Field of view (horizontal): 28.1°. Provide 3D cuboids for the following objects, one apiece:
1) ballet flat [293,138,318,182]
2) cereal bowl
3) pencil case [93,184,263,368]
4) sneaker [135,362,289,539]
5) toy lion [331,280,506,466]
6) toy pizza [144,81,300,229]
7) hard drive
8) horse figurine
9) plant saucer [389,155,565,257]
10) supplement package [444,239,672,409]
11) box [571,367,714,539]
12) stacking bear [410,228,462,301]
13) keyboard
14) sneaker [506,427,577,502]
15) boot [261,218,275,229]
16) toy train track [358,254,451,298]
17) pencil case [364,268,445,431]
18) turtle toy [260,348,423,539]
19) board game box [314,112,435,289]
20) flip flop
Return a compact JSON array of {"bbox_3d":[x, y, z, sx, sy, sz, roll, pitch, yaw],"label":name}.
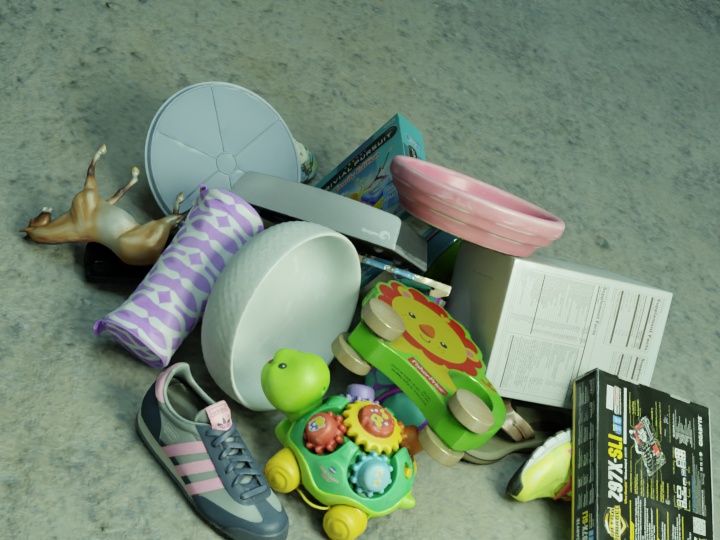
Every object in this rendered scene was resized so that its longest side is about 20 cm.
[{"bbox_3d":[-0.114,-0.139,1.798,0.074,0.074,0.200,40,35,21],"label":"ballet flat"},{"bbox_3d":[-0.092,0.038,1.463,0.083,0.201,0.200,26,29,31],"label":"cereal bowl"},{"bbox_3d":[-0.180,0.003,1.468,0.085,0.084,0.200,31,66,7],"label":"pencil case"},{"bbox_3d":[-0.134,0.171,1.343,0.200,0.082,0.070,42,36,22],"label":"sneaker"},{"bbox_3d":[0.072,0.091,1.454,0.200,0.069,0.191,46,22,16],"label":"toy lion"},{"bbox_3d":[-0.163,-0.123,1.694,0.199,0.032,0.201,7,77,-29],"label":"toy pizza"},{"bbox_3d":[-0.031,-0.054,1.541,0.199,0.043,0.135,18,-5,21],"label":"hard drive"},{"bbox_3d":[-0.247,-0.054,1.539,0.199,0.050,0.133,25,59,11],"label":"horse figurine"},{"bbox_3d":[0.120,-0.066,1.554,0.200,0.051,0.201,22,9,-4],"label":"plant saucer"},{"bbox_3d":[0.211,0.066,1.612,0.199,0.151,0.152,12,5,-20],"label":"supplement package"},{"bbox_3d":[0.296,0.219,1.507,0.159,0.049,0.201,18,59,-24],"label":"box"},{"bbox_3d":[0.134,0.000,1.738,0.200,0.114,0.121,49,12,15],"label":"stacking bear"},{"bbox_3d":[-0.198,0.006,1.550,0.199,0.040,0.104,3,44,-2],"label":"keyboard"},{"bbox_3d":[0.243,0.220,1.540,0.199,0.078,0.090,-11,57,-38],"label":"sneaker"},{"bbox_3d":[-0.116,0.014,1.597,0.145,0.070,0.201,0,46,-21],"label":"boot"},{"bbox_3d":[0.000,0.000,1.567,0.199,0.033,0.115,18,-1,-7],"label":"toy train track"},{"bbox_3d":[0.051,0.092,1.571,0.092,0.085,0.200,-18,35,14],"label":"pencil case"},{"bbox_3d":[-0.021,0.161,1.405,0.200,0.101,0.146,39,35,10],"label":"turtle toy"},{"bbox_3d":[0.014,-0.078,1.719,0.047,0.151,0.200,37,26,-28],"label":"board game box"},{"bbox_3d":[0.166,0.166,1.575,0.199,0.058,0.081,4,39,-30],"label":"flip flop"}]
